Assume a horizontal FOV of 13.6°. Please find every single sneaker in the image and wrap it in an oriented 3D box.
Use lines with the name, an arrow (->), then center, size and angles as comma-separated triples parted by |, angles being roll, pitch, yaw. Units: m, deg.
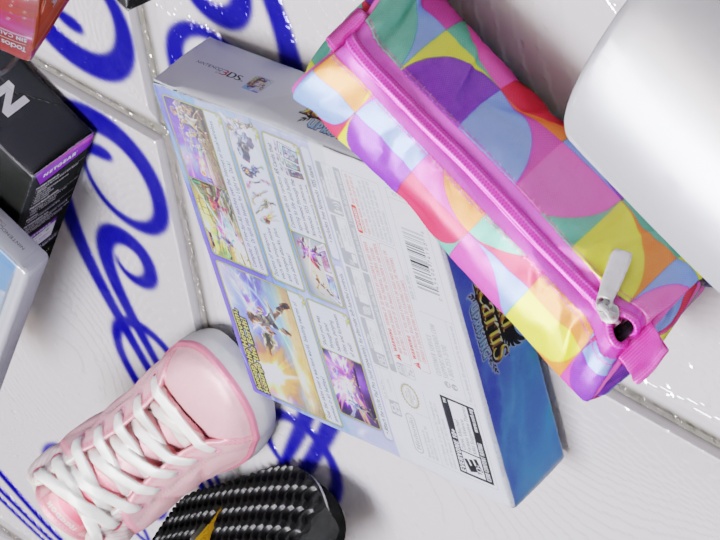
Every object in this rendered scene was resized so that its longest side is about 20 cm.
sneaker -> -0.121, 0.104, 1.677 | 0.075, 0.105, 0.200 | 51, 151, 0
sneaker -> -0.046, 0.166, 1.696 | 0.090, 0.070, 0.200 | 42, 155, -18

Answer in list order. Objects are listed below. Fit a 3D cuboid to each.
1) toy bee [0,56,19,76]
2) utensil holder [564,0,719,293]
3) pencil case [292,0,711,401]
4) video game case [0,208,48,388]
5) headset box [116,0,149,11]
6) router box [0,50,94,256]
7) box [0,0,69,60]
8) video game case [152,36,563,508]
toy bee -> -0.227, -0.148, 1.479 | 0.109, 0.199, 0.132 | 37, 116, 55
utensil holder -> 0.192, -0.036, 1.007 | 0.200, 0.170, 0.170 | 45, 151, 14
pencil case -> 0.062, -0.035, 1.274 | 0.200, 0.088, 0.088 | 45, 151, 7
video game case -> -0.259, -0.021, 1.693 | 0.182, 0.022, 0.200 | 44, 151, 8
headset box -> -0.118, -0.223, 1.172 | 0.200, 0.077, 0.149 | 43, 143, 28
router box -> -0.243, -0.095, 1.663 | 0.200, 0.051, 0.149 | 45, 149, 9
box -> -0.213, -0.196, 1.390 | 0.199, 0.100, 0.096 | 25, 144, 5
video game case -> 0.000, 0.000, 1.441 | 0.181, 0.045, 0.201 | 21, 140, 39
